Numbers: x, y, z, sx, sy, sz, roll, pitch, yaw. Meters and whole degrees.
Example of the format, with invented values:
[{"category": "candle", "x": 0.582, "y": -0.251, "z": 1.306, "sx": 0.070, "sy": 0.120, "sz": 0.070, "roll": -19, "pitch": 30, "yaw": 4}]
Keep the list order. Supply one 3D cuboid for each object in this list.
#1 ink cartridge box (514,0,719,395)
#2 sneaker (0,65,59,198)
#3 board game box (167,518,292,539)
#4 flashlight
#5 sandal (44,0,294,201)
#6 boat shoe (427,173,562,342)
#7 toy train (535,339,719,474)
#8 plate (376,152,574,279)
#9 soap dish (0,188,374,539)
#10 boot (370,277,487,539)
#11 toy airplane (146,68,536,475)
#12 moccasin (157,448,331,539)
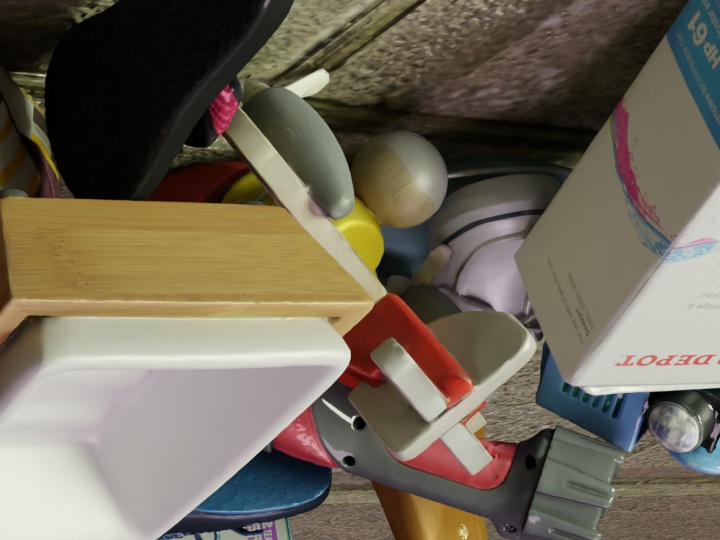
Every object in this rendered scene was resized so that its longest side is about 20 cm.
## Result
[{"category": "ink cartridge box", "x": 0.179, "y": -0.037, "z": 0.989, "sx": 0.144, "sy": 0.085, "sz": 0.200, "roll": 0, "pitch": 140, "yaw": -30}, {"category": "sneaker", "x": -0.166, "y": -0.037, "z": 0.872, "sx": 0.075, "sy": 0.090, "sz": 0.200, "roll": -14, "pitch": 163, "yaw": 14}, {"category": "board game box", "x": -0.146, "y": 0.111, "z": 1.248, "sx": 0.200, "sy": 0.153, "sz": 0.040, "roll": -7, "pitch": 164, "yaw": -7}, {"category": "flashlight", "x": 0.031, "y": 0.081, "z": 1.109, "sx": 0.200, "sy": 0.068, "sz": 0.068, "roll": 16, "pitch": 157, "yaw": 7}, {"category": "sandal", "x": -0.065, "y": -0.080, "z": 0.835, "sx": 0.045, "sy": 0.075, "sz": 0.200, "roll": -12, "pitch": 164, "yaw": -36}, {"category": "boat shoe", "x": 0.073, "y": 0.012, "z": 1.117, "sx": 0.073, "sy": 0.067, "sz": 0.200, "roll": -9, "pitch": 163, "yaw": -3}, {"category": "toy train", "x": 0.176, "y": 0.023, "z": 1.149, "sx": 0.200, "sy": 0.114, "sz": 0.087, "roll": -43, "pitch": 156, "yaw": -48}, {"category": "plate", "x": 0.037, "y": -0.024, "z": 1.139, "sx": 0.200, "sy": 0.026, "sz": 0.200, "roll": -9, "pitch": 162, "yaw": -3}, {"category": "soap dish", "x": -0.113, "y": 0.044, "z": 0.881, "sx": 0.157, "sy": 0.081, "sz": 0.200, "roll": 0, "pitch": 151, "yaw": -36}, {"category": "boot", "x": 0.019, "y": 0.089, "z": 1.201, "sx": 0.071, "sy": 0.144, "sz": 0.201, "roll": -18, "pitch": 159, "yaw": 23}, {"category": "toy airplane", "x": 0.000, "y": 0.000, "z": 0.982, "sx": 0.199, "sy": 0.141, "sz": 0.200, "roll": 36, "pitch": 164, "yaw": -6}, {"category": "moccasin", "x": -0.115, "y": 0.107, "z": 1.183, "sx": 0.200, "sy": 0.081, "sz": 0.068, "roll": 3, "pitch": 149, "yaw": 1}]
